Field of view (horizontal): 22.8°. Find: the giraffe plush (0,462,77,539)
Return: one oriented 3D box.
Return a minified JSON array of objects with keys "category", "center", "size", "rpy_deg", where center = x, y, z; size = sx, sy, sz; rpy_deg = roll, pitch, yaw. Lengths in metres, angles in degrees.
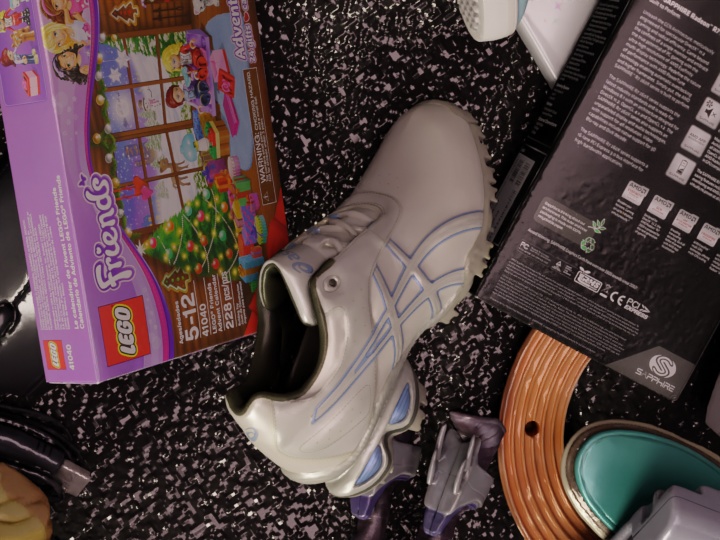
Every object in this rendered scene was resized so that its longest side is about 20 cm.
[{"category":"giraffe plush","center":[-0.217,0.206,0.830],"size":[0.198,0.173,0.163],"rpy_deg":[1,135,-24]}]

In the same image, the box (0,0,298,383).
[{"category":"box","center":[-0.097,-0.061,0.810],"size":[0.136,0.039,0.202],"rpy_deg":[-17,101,-49]}]

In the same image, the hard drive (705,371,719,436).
[{"category":"hard drive","center":[0.288,0.037,0.931],"size":[0.198,0.027,0.133],"rpy_deg":[10,107,-23]}]

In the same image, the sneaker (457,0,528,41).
[{"category":"sneaker","center":[0.084,-0.207,0.827],"size":[0.081,0.074,0.202],"rpy_deg":[0,101,-7]}]

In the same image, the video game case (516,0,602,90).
[{"category":"video game case","center":[0.136,-0.198,0.887],"size":[0.181,0.024,0.201],"rpy_deg":[-34,105,-3]}]

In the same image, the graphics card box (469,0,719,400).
[{"category":"graphics card box","center":[0.147,-0.052,0.879],"size":[0.125,0.051,0.201],"rpy_deg":[26,95,-17]}]

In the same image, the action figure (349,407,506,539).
[{"category":"action figure","center":[0.010,0.163,0.893],"size":[0.129,0.069,0.202],"rpy_deg":[12,87,19]}]

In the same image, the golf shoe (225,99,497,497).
[{"category":"golf shoe","center":[0.000,0.000,0.835],"size":[0.097,0.078,0.202],"rpy_deg":[34,67,-43]}]

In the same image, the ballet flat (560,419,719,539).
[{"category":"ballet flat","center":[0.183,0.132,0.915],"size":[0.199,0.069,0.070],"rpy_deg":[26,94,-10]}]

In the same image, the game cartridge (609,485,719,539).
[{"category":"game cartridge","center":[0.161,0.190,0.899],"size":[0.132,0.041,0.201],"rpy_deg":[18,133,-16]}]

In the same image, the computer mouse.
[{"category":"computer mouse","center":[-0.152,0.006,0.852],"size":[0.138,0.053,0.201],"rpy_deg":[31,93,-14]}]

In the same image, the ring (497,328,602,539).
[{"category":"ring","center":[0.167,0.083,0.945],"size":[0.198,0.019,0.203],"rpy_deg":[-2,101,-12]}]
